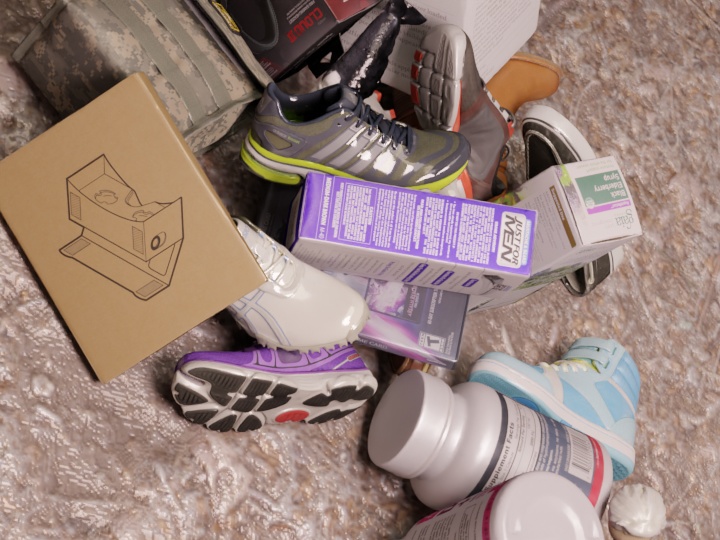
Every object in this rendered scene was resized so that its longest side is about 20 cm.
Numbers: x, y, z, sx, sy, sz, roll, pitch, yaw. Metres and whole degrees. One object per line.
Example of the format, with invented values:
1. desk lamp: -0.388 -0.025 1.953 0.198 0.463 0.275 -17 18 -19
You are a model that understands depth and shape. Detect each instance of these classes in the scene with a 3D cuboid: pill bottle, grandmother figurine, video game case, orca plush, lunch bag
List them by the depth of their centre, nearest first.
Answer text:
1. pill bottle: 0.101 0.246 1.609 0.113 0.200 0.114 15 61 -30
2. lunch bag: -0.167 -0.181 1.672 0.164 0.117 0.200 52 42 1
3. grandmother figurine: 0.211 0.278 1.693 0.121 0.061 0.201 11 108 -38
4. video game case: 0.000 0.000 1.700 0.199 0.019 0.144 17 53 -4
5. pill bottle: 0.111 0.167 1.706 0.199 0.119 0.120 26 56 -23
6. orca plush: -0.005 -0.147 1.728 0.071 0.105 0.200 42 90 3

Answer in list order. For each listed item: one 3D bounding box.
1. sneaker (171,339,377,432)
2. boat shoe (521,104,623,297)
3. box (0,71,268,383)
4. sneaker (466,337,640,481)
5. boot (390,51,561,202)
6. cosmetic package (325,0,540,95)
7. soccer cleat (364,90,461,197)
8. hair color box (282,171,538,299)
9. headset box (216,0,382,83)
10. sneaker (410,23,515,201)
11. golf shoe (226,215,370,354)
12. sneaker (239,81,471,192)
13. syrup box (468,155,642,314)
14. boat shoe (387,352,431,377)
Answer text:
1. sneaker: -0.081 0.086 1.651 0.199 0.081 0.084 3 50 -42
2. boat shoe: 0.197 -0.065 1.873 0.064 0.070 0.201 -43 121 -30
3. box: -0.192 -0.035 1.570 0.201 0.163 0.021 59 11 2
4. sneaker: 0.185 0.101 1.818 0.200 0.079 0.131 36 54 -28
5. boot: 0.125 -0.127 1.884 0.199 0.074 0.156 -8 73 -26
6. cosmetic package: 0.068 -0.291 1.798 0.164 0.201 0.165 26 47 20
7. soccer cleat: 0.023 -0.096 1.756 0.077 0.070 0.200 -21 43 -22
8. hair color box: 0.040 -0.028 1.643 0.199 0.109 0.065 11 78 -8
9. headset box: -0.078 -0.269 1.751 0.077 0.149 0.201 -33 90 -40
10. sneaker: 0.098 -0.143 1.754 0.081 0.201 0.077 -21 43 -19
11. golf shoe: -0.087 0.003 1.602 0.199 0.097 0.079 18 57 10
12. sneaker: -0.001 -0.114 1.654 0.198 0.081 0.074 3 40 -9
13. syrup box: 0.158 -0.030 1.776 0.078 0.200 0.082 -13 77 -37
14. boat shoe: 0.030 0.010 1.756 0.067 0.072 0.201 11 56 -22
